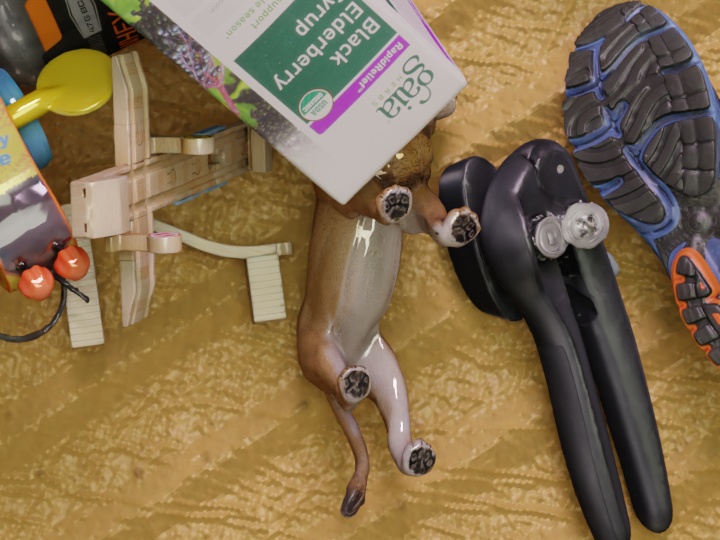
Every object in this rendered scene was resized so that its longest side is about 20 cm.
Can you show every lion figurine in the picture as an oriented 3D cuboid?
[{"bbox_3d":[0.000,0.000,1.318,0.072,0.122,0.201,11,103,-27],"label":"lion figurine"}]

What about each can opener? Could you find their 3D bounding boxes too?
[{"bbox_3d":[0.103,0.034,1.341,0.063,0.079,0.201,-27,100,-21],"label":"can opener"}]

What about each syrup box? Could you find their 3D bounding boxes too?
[{"bbox_3d":[-0.052,-0.124,1.213,0.079,0.082,0.200,-43,124,9],"label":"syrup box"}]

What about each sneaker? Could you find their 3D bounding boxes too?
[{"bbox_3d":[0.157,-0.033,1.343,0.075,0.078,0.201,-28,76,16],"label":"sneaker"}]

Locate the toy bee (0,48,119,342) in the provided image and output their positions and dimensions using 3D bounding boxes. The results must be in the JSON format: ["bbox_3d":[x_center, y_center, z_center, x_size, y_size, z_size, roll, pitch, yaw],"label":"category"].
[{"bbox_3d":[-0.149,-0.041,1.216,0.131,0.109,0.200,-48,127,-1],"label":"toy bee"}]

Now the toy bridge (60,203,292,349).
[{"bbox_3d":[-0.130,0.003,1.334,0.199,0.027,0.068,-8,89,-6],"label":"toy bridge"}]

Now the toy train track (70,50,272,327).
[{"bbox_3d":[-0.071,-0.042,1.256,0.032,0.200,0.116,2,101,18],"label":"toy train track"}]

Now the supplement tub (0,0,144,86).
[{"bbox_3d":[-0.118,-0.161,1.290,0.199,0.123,0.123,-26,92,-4],"label":"supplement tub"}]
